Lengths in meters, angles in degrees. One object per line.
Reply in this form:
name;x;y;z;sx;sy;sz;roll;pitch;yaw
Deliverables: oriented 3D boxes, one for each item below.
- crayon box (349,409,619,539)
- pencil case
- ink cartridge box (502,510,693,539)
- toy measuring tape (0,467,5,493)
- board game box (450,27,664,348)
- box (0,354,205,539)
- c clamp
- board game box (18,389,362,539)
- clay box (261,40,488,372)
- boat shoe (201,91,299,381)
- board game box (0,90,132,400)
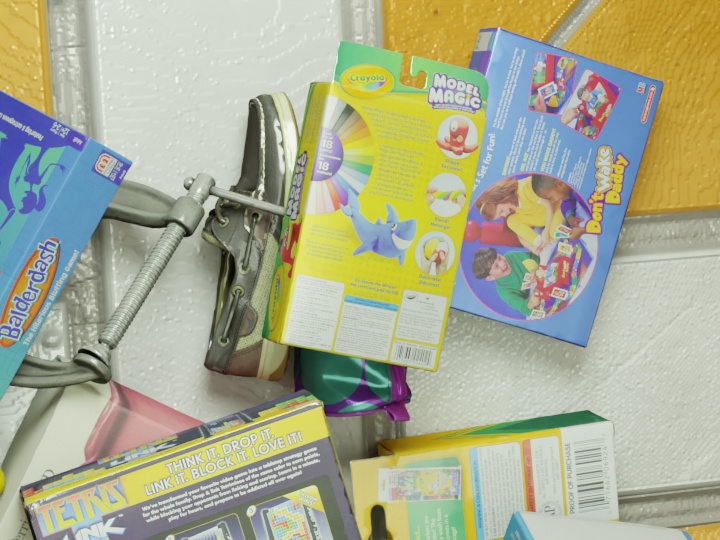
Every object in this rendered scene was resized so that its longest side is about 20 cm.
crayon box;0.088;0.179;1.374;0.199;0.052;0.126;-7;97;-14
pencil case;0.000;0.000;1.314;0.085;0.092;0.201;-6;101;-54
ink cartridge box;0.160;0.297;1.320;0.145;0.147;0.201;9;116;-20
toy measuring tape;-0.320;0.103;1.262;0.199;0.074;0.074;25;90;13
board game box;0.125;-0.060;1.362;0.134;0.045;0.201;16;92;-15
box;-0.142;0.161;1.285;0.199;0.109;0.128;26;90;-15
c clamp;-0.164;0.003;1.241;0.170;0.027;0.200;21;61;25
board game box;-0.099;0.188;1.214;0.199;0.057;0.166;-18;98;-11
clay box;0.011;-0.042;1.244;0.114;0.048;0.201;11;90;-20
boat shoe;-0.077;-0.024;1.300;0.064;0.073;0.201;1;91;-13
board game box;-0.250;-0.013;1.220;0.045;0.152;0.201;30;88;-47
